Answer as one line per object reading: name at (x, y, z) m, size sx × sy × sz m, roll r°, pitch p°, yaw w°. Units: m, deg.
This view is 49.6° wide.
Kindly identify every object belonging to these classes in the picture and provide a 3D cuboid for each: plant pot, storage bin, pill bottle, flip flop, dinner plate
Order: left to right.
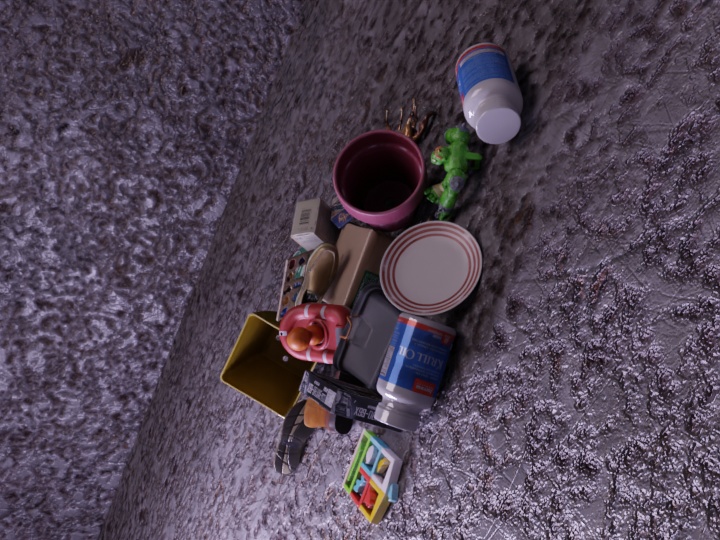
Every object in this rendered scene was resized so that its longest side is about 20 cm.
plant pot at (-0.199, 0.214, 1.957) m, size 0.200 × 0.200 × 0.176 m, roll -63°, pitch -8°, yaw 17°
flip flop at (-0.159, 0.401, 1.894) m, size 0.058 × 0.081 × 0.201 m, roll -102°, pitch 30°, yaw -76°
storage bin at (0.043, 0.144, 1.564) m, size 0.134 × 0.145 × 0.201 m, roll 34°, pitch 104°, yaw 57°
plant pot at (0.053, -0.175, 1.696) m, size 0.179 × 0.199 × 0.201 m, roll 63°, pitch -143°, yaw -67°
pill bottle at (0.095, 0.187, 1.426) m, size 0.112 × 0.112 × 0.201 m, roll 9°, pitch 81°, yaw 67°
dinner plate at (0.134, -0.003, 1.476) m, size 0.199 × 0.024 × 0.201 m, roll -9°, pitch 60°, yaw 15°
pill bottle at (0.247, -0.336, 1.487) m, size 0.112 × 0.112 × 0.200 m, roll -51°, pitch 28°, yaw 38°

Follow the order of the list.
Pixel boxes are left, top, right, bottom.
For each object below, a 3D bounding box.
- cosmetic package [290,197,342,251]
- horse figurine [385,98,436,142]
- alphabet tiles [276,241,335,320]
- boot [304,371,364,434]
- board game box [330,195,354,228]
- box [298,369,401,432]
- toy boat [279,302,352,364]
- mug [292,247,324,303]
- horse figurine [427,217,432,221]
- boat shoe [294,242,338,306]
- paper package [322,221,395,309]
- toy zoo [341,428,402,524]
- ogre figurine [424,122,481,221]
cosmetic package at (-0.085, -0.085, 1.939) m, size 0.073 × 0.200 × 0.104 m, roll -6°, pitch 60°, yaw 28°
horse figurine at (0.107, -0.341, 1.905) m, size 0.200 × 0.050 × 0.133 m, roll -1°, pitch 83°, yaw 60°
alphabet tiles at (-0.132, 0.038, 1.852) m, size 0.008 × 0.167 × 0.201 m, roll 30°, pitch 123°, yaw 28°
boot at (-0.061, 0.276, 1.786) m, size 0.200 × 0.068 × 0.189 m, roll 172°, pitch 105°, yaw -65°
board game box at (0.016, -0.193, 1.879) m, size 0.200 × 0.035 × 0.136 m, roll -35°, pitch 20°, yaw 15°
box at (-0.018, 0.260, 1.564) m, size 0.200 × 0.157 × 0.050 m, roll 10°, pitch 81°, yaw 68°
toy boat at (-0.107, 0.141, 1.691) m, size 0.200 × 0.130 × 0.131 m, roll 1°, pitch 96°, yaw 43°
mug at (-0.133, 0.001, 2.095) m, size 0.152 × 0.114 × 0.185 m, roll -67°, pitch 23°, yaw 7°
horse figurine at (0.123, -0.019, 1.593) m, size 0.133 × 0.050 × 0.200 m, roll -50°, pitch 25°, yaw 22°
boat shoe at (-0.099, 0.033, 1.776) m, size 0.076 × 0.071 × 0.200 m, roll -84°, pitch 12°, yaw -60°
paper package at (0.000, 0.000, 1.809) m, size 0.201 × 0.103 × 0.191 m, roll -69°, pitch 22°, yaw 1°
toy zoo at (0.026, 0.404, 1.522) m, size 0.132 × 0.020 × 0.200 m, roll -69°, pitch 22°, yaw 3°
ogre figurine at (0.188, -0.214, 1.578) m, size 0.200 × 0.098 × 0.120 m, roll -62°, pitch 0°, yaw -21°
